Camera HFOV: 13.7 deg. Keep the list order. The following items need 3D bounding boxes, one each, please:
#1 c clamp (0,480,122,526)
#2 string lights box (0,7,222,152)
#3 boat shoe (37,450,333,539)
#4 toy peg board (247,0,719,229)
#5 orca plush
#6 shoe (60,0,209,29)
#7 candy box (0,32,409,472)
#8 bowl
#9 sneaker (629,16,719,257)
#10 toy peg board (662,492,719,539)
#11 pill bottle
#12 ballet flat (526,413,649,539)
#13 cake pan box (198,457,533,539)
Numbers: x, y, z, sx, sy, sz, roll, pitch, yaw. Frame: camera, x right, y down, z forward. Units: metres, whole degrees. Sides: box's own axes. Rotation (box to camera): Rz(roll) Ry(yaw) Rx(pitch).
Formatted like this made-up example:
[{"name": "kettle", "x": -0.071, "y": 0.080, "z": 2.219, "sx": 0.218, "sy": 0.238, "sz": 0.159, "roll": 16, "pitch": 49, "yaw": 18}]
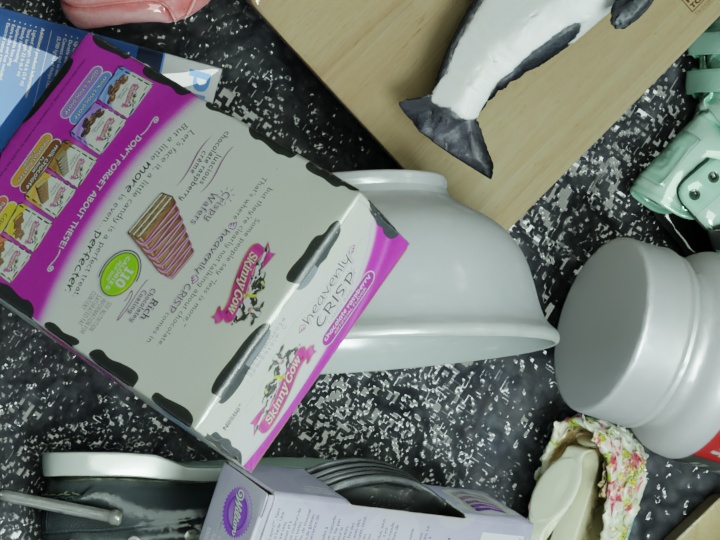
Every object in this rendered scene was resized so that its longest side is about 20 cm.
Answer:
[{"name": "c clamp", "x": -0.230, "y": 0.193, "z": 1.515, "sx": 0.170, "sy": 0.027, "sz": 0.201, "roll": 17, "pitch": 88, "yaw": 5}, {"name": "string lights box", "x": -0.181, "y": -0.080, "z": 1.541, "sx": 0.199, "sy": 0.059, "sz": 0.103, "roll": 15, "pitch": 86, "yaw": -15}, {"name": "boat shoe", "x": -0.069, "y": 0.127, "z": 1.567, "sx": 0.199, "sy": 0.076, "sz": 0.061, "roll": 3, "pitch": 88, "yaw": -4}, {"name": "toy peg board", "x": 0.059, "y": -0.159, "z": 1.591, "sx": 0.200, "sy": 0.098, "sz": 0.199, "roll": -45, "pitch": 117, "yaw": -1}, {"name": "orca plush", "x": 0.112, "y": -0.136, "z": 1.519, "sx": 0.071, "sy": 0.105, "sz": 0.201, "roll": 21, "pitch": 98, "yaw": -57}, {"name": "shoe", "x": -0.073, "y": -0.193, "z": 1.527, "sx": 0.199, "sy": 0.072, "sz": 0.091, "roll": -20, "pitch": 129, "yaw": -1}, {"name": "candy box", "x": -0.093, "y": -0.011, "z": 1.441, "sx": 0.137, "sy": 0.200, "sz": 0.061, "roll": -54, "pitch": 144, "yaw": -6}, {"name": "bowl", "x": 0.000, "y": 0.000, "z": 1.524, "sx": 0.200, "sy": 0.201, "sz": 0.091, "roll": -1, "pitch": 84, "yaw": -16}, {"name": "sneaker", "x": 0.192, "y": -0.094, "z": 1.637, "sx": 0.118, "sy": 0.074, "sz": 0.201, "roll": -26, "pitch": 99, "yaw": -21}, {"name": "toy peg board", "x": 0.203, "y": 0.262, "z": 1.627, "sx": 0.199, "sy": 0.098, "sz": 0.200, "roll": -41, "pitch": 99, "yaw": -13}, {"name": "pill bottle", "x": 0.212, "y": 0.057, "z": 1.610, "sx": 0.199, "sy": 0.114, "sz": 0.115, "roll": 17, "pitch": 85, "yaw": -23}, {"name": "ballet flat", "x": 0.100, "y": 0.166, "z": 1.600, "sx": 0.064, "sy": 0.075, "sz": 0.201, "roll": 43, "pitch": 56, "yaw": -52}, {"name": "cake pan box", "x": -0.016, "y": 0.197, "z": 1.531, "sx": 0.184, "sy": 0.052, "sz": 0.201, "roll": 8, "pitch": 104, "yaw": -41}]
